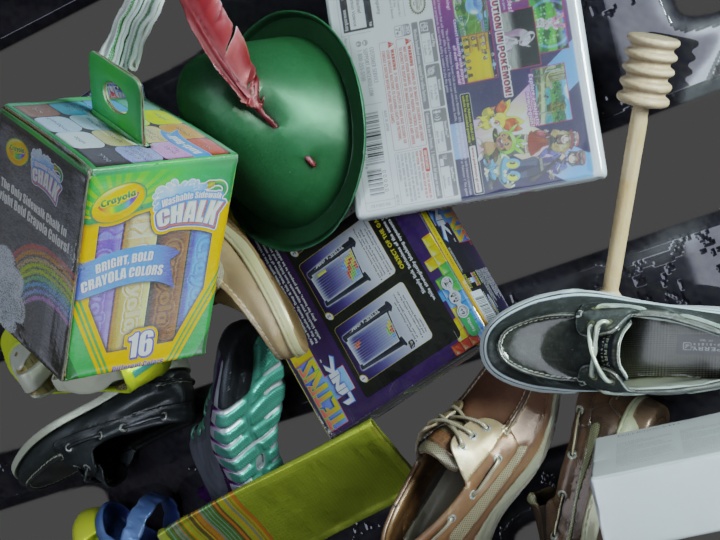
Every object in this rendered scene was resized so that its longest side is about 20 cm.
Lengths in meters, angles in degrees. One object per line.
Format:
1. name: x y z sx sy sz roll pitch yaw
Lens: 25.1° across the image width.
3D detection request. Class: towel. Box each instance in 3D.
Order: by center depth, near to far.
1. towel: -0.138 -0.236 1.192 0.030 0.200 0.150 27 112 -10
2. towel: -0.054 0.186 1.247 0.199 0.018 0.086 -29 127 15

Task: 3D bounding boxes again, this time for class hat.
1. hat: -0.112 -0.112 1.127 0.165 0.175 0.202 -18 80 42

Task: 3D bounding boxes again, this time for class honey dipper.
1. honey dipper: 0.186 -0.062 1.120 0.038 0.038 0.202 15 106 26

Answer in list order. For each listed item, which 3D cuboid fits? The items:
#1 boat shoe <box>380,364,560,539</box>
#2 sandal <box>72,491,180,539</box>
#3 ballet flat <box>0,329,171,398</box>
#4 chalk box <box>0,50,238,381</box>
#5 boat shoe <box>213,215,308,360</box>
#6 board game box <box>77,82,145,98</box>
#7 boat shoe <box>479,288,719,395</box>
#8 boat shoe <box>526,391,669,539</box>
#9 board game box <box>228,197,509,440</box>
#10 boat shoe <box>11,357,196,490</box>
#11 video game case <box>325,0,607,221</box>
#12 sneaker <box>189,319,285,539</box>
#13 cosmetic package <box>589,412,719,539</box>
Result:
1. boat shoe: 0.078 0.132 1.150 0.075 0.072 0.201 14 75 48
2. sandal: -0.158 0.264 1.335 0.087 0.079 0.201 -42 79 23
3. ballet flat: -0.237 0.074 1.301 0.198 0.067 0.067 -4 121 37
4. chalk box: -0.173 -0.047 1.114 0.124 0.123 0.202 34 120 40
5. boat shoe: -0.110 -0.004 1.200 0.064 0.071 0.201 -36 67 -3
6. board game box: -0.227 -0.020 1.338 0.199 0.062 0.201 -29 83 29
7. boat shoe: 0.176 0.048 1.096 0.198 0.071 0.073 -3 92 13
8. boat shoe: 0.155 0.178 1.156 0.074 0.075 0.204 22 95 27
9. board game box: 0.000 0.000 1.220 0.165 0.057 0.201 -34 80 30
10. boat shoe: -0.210 0.146 1.347 0.198 0.074 0.067 -32 70 19
11. video game case: 0.071 -0.149 1.143 0.180 0.023 0.202 -9 85 15
12. sneaker: -0.109 0.120 1.266 0.087 0.074 0.202 22 128 34
13. cosmetic package: 0.247 0.120 1.017 0.198 0.151 0.052 -13 93 11
